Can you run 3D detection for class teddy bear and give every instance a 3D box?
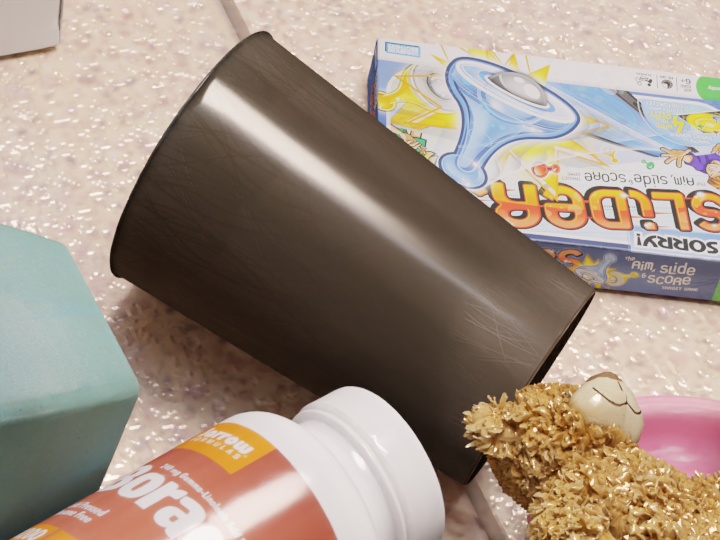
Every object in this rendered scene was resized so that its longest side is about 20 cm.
[{"bbox_3d":[0.128,0.111,1.232,0.144,0.067,0.200,5,34,-20],"label":"teddy bear"}]

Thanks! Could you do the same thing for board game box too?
[{"bbox_3d":[0.103,-0.053,1.505,0.199,0.035,0.136,6,49,-7],"label":"board game box"}]

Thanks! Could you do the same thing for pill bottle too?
[{"bbox_3d":[-0.064,0.130,1.237,0.199,0.113,0.112,-29,60,-30],"label":"pill bottle"}]

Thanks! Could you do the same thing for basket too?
[{"bbox_3d":[0.000,0.000,1.364,0.199,0.180,0.136,34,79,7],"label":"basket"}]

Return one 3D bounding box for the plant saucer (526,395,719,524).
[{"bbox_3d":[0.170,0.136,1.320,0.199,0.051,0.201,10,32,-6],"label":"plant saucer"}]

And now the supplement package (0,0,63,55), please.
[{"bbox_3d":[-0.234,-0.208,1.455,0.155,0.201,0.111,-12,52,-21],"label":"supplement package"}]

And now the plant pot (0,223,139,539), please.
[{"bbox_3d":[-0.206,0.060,1.207,0.199,0.142,0.142,-7,50,-33],"label":"plant pot"}]
